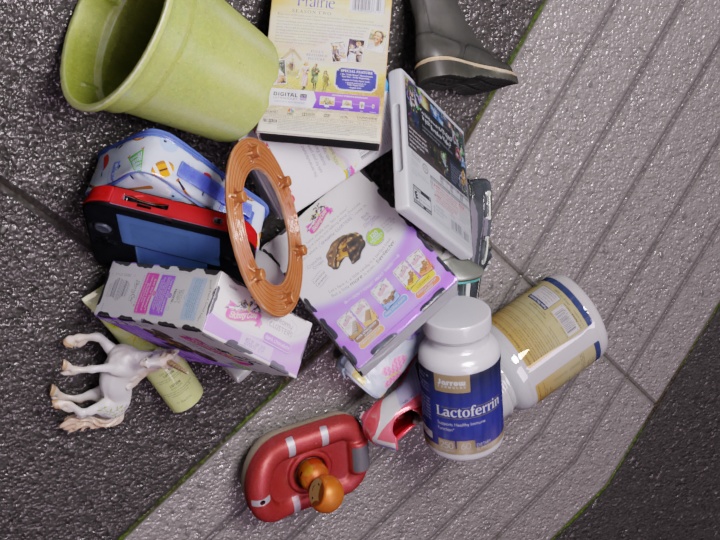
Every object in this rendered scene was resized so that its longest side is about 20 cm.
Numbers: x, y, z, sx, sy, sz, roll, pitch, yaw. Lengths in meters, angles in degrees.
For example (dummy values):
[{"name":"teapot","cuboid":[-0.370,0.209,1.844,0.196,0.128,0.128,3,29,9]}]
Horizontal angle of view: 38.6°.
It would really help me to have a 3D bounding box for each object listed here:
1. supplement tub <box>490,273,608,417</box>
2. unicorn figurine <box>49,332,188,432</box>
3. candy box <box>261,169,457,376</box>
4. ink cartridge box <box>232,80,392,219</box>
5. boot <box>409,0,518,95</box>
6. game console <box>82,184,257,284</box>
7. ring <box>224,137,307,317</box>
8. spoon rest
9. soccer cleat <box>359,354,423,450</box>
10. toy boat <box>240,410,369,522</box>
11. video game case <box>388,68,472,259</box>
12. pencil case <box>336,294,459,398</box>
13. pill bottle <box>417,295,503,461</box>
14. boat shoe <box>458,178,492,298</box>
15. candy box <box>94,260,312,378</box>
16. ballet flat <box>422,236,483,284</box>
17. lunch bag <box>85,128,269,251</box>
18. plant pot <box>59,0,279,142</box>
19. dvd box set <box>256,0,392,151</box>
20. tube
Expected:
[{"name":"supplement tub","cuboid":[0.252,0.115,1.532,0.198,0.144,0.146,-33,123,-11]},{"name":"unicorn figurine","cuboid":[-0.304,0.131,1.269,0.135,0.075,0.201,10,144,-23]},{"name":"candy box","cuboid":[0.000,0.000,1.309,0.167,0.201,0.072,-39,166,-5]},{"name":"ink cartridge box","cuboid":[-0.059,-0.181,1.270,0.198,0.085,0.146,-34,123,-11]},{"name":"boot","cuboid":[0.135,-0.306,1.329,0.198,0.076,0.141,-3,82,-55]},{"name":"game console","cuboid":[-0.216,-0.026,1.184,0.196,0.032,0.178,14,151,-2]},{"name":"ring","cuboid":[-0.100,-0.049,1.152,0.019,0.202,0.203,-10,124,18]},{"name":"spoon rest","cuboid":[-0.133,0.056,1.329,0.060,0.099,0.202,-26,149,-41]},{"name":"soccer cleat","cuboid":[0.082,0.179,1.487,0.200,0.076,0.068,-43,135,-27]},{"name":"toy boat","cuboid":[-0.067,0.293,1.451,0.196,0.131,0.133,-15,118,-21]},{"name":"video game case","cuboid":[0.090,-0.130,1.302,0.199,0.023,0.186,31,53,-57]},{"name":"pencil case","cuboid":[0.053,0.082,1.447,0.201,0.083,0.090,-52,138,3]},{"name":"pill bottle","cuboid":[0.136,0.146,1.404,0.114,0.116,0.204,-16,116,-20]},{"name":"boat shoe","cuboid":[0.160,-0.031,1.460,0.059,0.076,0.204,-10,117,-17]},{"name":"candy box","cuboid":[-0.185,0.058,1.211,0.167,0.197,0.073,34,68,-46]},{"name":"ballet flat","cuboid":[0.066,-0.015,1.376,0.195,0.068,0.065,-1,110,12]},{"name":"lunch bag","cuboid":[-0.205,-0.079,1.194,0.199,0.159,0.077,34,57,-35]},{"name":"plant pot","cuboid":[-0.195,-0.234,1.124,0.183,0.200,0.203,22,101,-43]},{"name":"dvd box set","cuboid":[-0.039,-0.243,1.190,0.143,0.029,0.205,4,76,0]},{"name":"tube","cuboid":[-0.269,0.093,1.306,0.202,0.051,0.058,63,39,-28]}]
